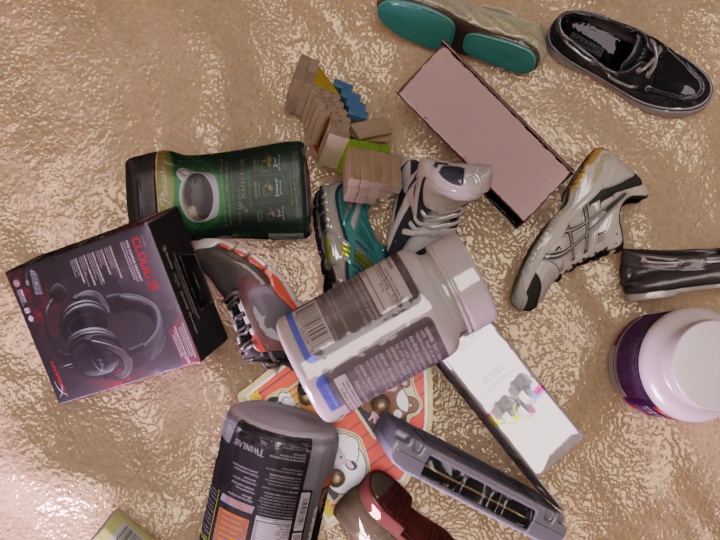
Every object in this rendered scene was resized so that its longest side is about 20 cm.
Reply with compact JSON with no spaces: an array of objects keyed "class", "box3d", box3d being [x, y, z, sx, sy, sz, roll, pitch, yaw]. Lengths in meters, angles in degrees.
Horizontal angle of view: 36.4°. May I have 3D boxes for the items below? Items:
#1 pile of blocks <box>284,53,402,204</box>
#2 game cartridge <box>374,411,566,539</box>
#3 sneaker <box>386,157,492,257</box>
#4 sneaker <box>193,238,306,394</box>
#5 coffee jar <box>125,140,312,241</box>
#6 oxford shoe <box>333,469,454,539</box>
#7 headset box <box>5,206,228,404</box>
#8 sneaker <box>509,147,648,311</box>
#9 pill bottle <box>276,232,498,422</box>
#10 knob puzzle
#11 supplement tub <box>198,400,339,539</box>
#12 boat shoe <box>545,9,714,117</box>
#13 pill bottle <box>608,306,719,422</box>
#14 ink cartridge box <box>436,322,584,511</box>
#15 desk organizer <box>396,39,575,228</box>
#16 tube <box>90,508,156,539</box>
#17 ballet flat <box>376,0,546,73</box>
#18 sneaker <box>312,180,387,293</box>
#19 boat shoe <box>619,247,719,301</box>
[{"class":"pile of blocks","box3d":[-0.019,-0.144,1.189,0.081,0.063,0.202,-12,59,-30]},{"class":"game cartridge","box3d":[0.108,0.212,1.127,0.198,0.133,0.041,29,93,-7]},{"class":"sneaker","box3d":[0.078,-0.048,1.127,0.078,0.199,0.132,3,96,-20]},{"class":"sneaker","box3d":[-0.105,0.050,1.134,0.199,0.077,0.082,41,70,-5]},{"class":"coffee jar","box3d":[-0.152,-0.080,1.173,0.196,0.085,0.107,-3,93,-2]},{"class":"oxford shoe","box3d":[0.053,0.304,1.165,0.074,0.070,0.201,-37,93,27]},{"class":"headset box","box3d":[-0.239,0.034,1.119,0.197,0.077,0.151,-16,101,21]},{"class":"sneaker","box3d":[0.238,-0.032,1.181,0.087,0.076,0.202,34,86,2]},{"class":"pill bottle","box3d":[0.027,0.052,1.067,0.198,0.114,0.115,-28,86,-1]},{"class":"knob puzzle","box3d":[-0.006,0.150,1.185,0.215,0.030,0.224,0,85,-1]},{"class":"supplement tub","box3d":[-0.098,0.246,1.120,0.120,0.123,0.204,13,97,0]},{"class":"boat shoe","box3d":[0.300,-0.232,1.202,0.197,0.068,0.073,27,85,1]},{"class":"pill bottle","box3d":[0.326,0.095,1.110,0.109,0.200,0.114,0,85,0]},{"class":"ink cartridge box","box3d":[0.162,0.146,1.145,0.068,0.115,0.201,-39,88,-3]},{"class":"desk organizer","box3d":[0.132,-0.145,1.192,0.077,0.072,0.200,-44,87,-2]},{"class":"tube","box3d":[-0.200,0.337,1.160,0.199,0.052,0.058,41,124,-2]},{"class":"ballet flat","box3d":[0.113,-0.274,1.216,0.197,0.068,0.063,21,57,-3]},{"class":"sneaker","box3d":[0.000,0.000,1.173,0.078,0.078,0.204,-5,79,-13]},{"class":"boat shoe","box3d":[0.378,-0.010,1.185,0.196,0.067,0.058,-10,96,1]}]
